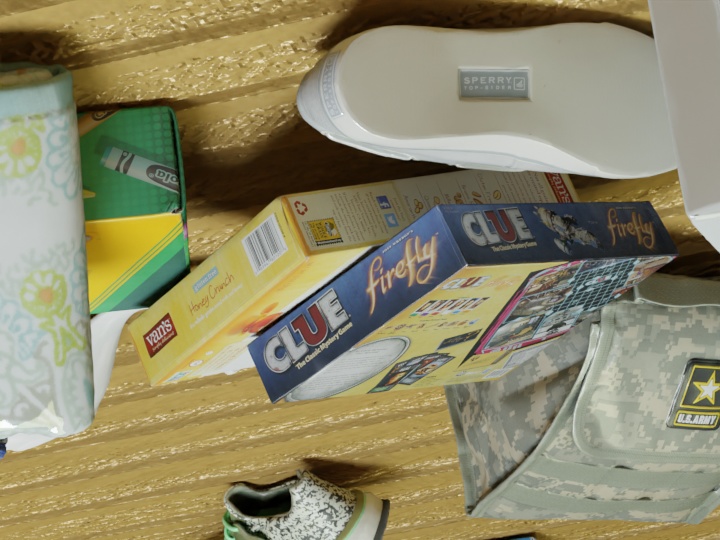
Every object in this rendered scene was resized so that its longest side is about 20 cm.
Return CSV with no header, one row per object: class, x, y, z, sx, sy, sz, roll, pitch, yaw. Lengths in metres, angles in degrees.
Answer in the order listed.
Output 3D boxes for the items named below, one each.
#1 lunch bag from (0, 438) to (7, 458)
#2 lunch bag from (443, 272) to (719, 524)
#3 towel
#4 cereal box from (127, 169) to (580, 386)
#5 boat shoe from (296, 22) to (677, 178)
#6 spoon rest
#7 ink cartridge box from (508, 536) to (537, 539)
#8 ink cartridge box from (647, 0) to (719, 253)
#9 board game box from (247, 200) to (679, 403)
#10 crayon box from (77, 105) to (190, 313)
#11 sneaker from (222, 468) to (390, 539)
lunch bag,-0.274,0.075,1.315,0.159,0.076,0.200,3,176,-28
lunch bag,0.167,0.066,1.445,0.163,0.118,0.200,4,149,-25
towel,-0.223,-0.005,1.108,0.199,0.172,0.048,-3,-159,-5
cereal box,0.000,0.000,1.248,0.199,0.040,0.144,-9,158,-42
boat shoe,0.065,-0.075,1.143,0.199,0.073,0.068,-4,180,-25
spoon rest,-0.147,0.051,1.377,0.199,0.061,0.099,-20,-172,31
ink cartridge box,0.078,0.287,1.985,0.145,0.086,0.200,-8,156,3
ink cartridge box,0.226,-0.073,1.084,0.144,0.146,0.200,-16,156,21
board game box,0.055,0.014,1.240,0.135,0.035,0.200,-36,161,31
crayon box,-0.183,-0.021,1.196,0.199,0.059,0.119,-5,158,-4
sneaker,-0.069,0.179,1.734,0.089,0.077,0.200,42,136,-21
